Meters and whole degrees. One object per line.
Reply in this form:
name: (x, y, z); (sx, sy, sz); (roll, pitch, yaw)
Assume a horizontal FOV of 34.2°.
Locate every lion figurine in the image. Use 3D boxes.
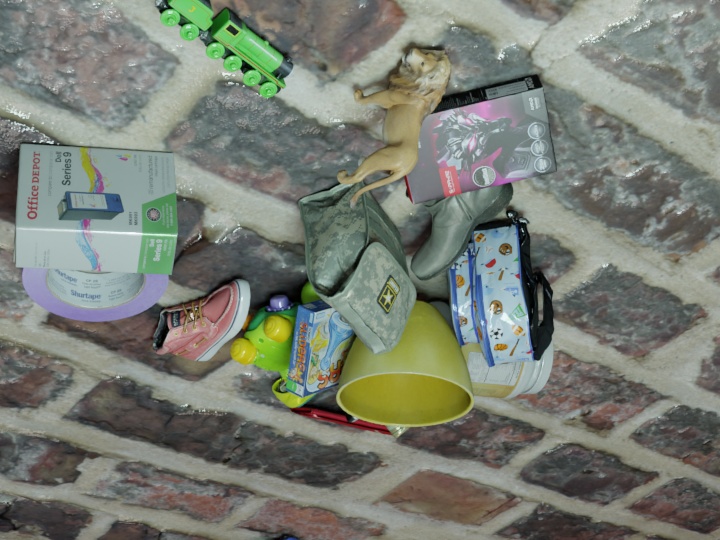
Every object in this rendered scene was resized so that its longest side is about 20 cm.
lion figurine: (0.047, -0.174, 1.435); (0.122, 0.201, 0.072); (1, 169, 31)

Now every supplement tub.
supplement tub: (0.192, 0.129, 1.874); (0.199, 0.145, 0.145); (7, 140, -20)

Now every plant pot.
plant pot: (0.067, 0.128, 1.724); (0.199, 0.142, 0.200); (2, 150, 1)

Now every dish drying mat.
dish drying mat: (-0.023, 0.271, 2.095); (0.200, 0.018, 0.077); (16, 169, -31)

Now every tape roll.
tape roll: (-0.371, -0.011, 1.642); (0.199, 0.066, 0.200); (-6, 144, -4)

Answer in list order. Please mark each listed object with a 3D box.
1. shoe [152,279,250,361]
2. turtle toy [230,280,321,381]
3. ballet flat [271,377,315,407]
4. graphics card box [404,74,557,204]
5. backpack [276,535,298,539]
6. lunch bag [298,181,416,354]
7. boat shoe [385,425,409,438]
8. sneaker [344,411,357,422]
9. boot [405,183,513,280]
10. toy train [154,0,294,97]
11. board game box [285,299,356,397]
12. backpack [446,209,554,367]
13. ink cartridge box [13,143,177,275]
shoe: (-0.244, 0.076, 1.774); (0.091, 0.072, 0.200); (8, 145, -30)
turtle toy: (-0.101, 0.087, 1.794); (0.200, 0.101, 0.146); (-34, 137, 29)
ballet flat: (-0.073, 0.166, 1.940); (0.067, 0.067, 0.200); (34, 128, -26)
graphics card box: (0.148, -0.169, 1.521); (0.199, 0.051, 0.126); (-13, 120, 4)
backpack: (-0.202, 0.673, 2.493); (0.199, 0.168, 0.163); (-18, 136, 18)
lunch bag: (0.000, 0.000, 1.620); (0.117, 0.200, 0.164); (-20, 141, 16)
boat shoe: (0.119, 0.221, 1.992); (0.200, 0.063, 0.073); (-24, 167, -25)
sneaker: (0.046, 0.196, 1.992); (0.115, 0.075, 0.200); (3, 141, -19)
boot: (0.107, -0.086, 1.637); (0.130, 0.068, 0.200); (28, 114, -34)
toy train: (-0.154, -0.271, 1.369); (0.056, 0.042, 0.200); (-40, 134, 20)
board game box: (-0.026, 0.102, 1.753); (0.200, 0.034, 0.136); (-14, 119, -51)
backpack: (0.204, 0.043, 1.725); (0.154, 0.191, 0.200); (-16, 143, 10)
ink cartridge box: (-0.338, -0.078, 1.494); (0.199, 0.146, 0.088); (2, 141, -14)
